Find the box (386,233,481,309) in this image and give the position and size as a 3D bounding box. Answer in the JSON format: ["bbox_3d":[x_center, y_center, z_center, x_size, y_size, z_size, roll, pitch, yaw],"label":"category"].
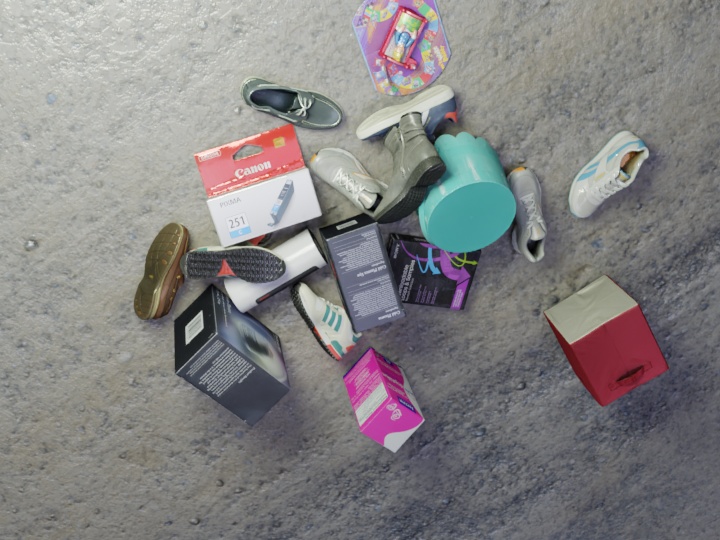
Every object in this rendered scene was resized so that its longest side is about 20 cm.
[{"bbox_3d":[0.141,0.004,1.725,0.198,0.036,0.144,7,115,-15],"label":"box"}]

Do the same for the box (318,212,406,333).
[{"bbox_3d":[0.000,0.000,1.571,0.103,0.200,0.184,-19,100,-3],"label":"box"}]

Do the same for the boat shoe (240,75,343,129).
[{"bbox_3d":[-0.121,-0.296,1.496,0.198,0.062,0.073,15,110,-21],"label":"boat shoe"}]

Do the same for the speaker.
[{"bbox_3d":[-0.168,0.001,1.628,0.199,0.081,0.082,-30,119,3],"label":"speaker"}]

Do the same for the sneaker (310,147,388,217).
[{"bbox_3d":[-0.006,-0.161,1.574,0.199,0.092,0.076,30,108,-23],"label":"sneaker"}]

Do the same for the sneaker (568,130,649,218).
[{"bbox_3d":[0.502,-0.188,1.683,0.076,0.081,0.201,26,110,-25],"label":"sneaker"}]

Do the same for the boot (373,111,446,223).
[{"bbox_3d":[0.074,-0.186,1.509,0.067,0.132,0.200,-2,148,-38],"label":"boot"}]

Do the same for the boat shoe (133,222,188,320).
[{"bbox_3d":[-0.374,0.002,1.596,0.067,0.072,0.202,6,111,-52],"label":"boat shoe"}]

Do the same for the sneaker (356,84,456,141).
[{"bbox_3d":[0.092,-0.271,1.550,0.198,0.075,0.085,-23,118,0],"label":"sneaker"}]

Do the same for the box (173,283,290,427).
[{"bbox_3d":[-0.253,0.163,1.625,0.123,0.200,0.198,-42,119,10],"label":"box"}]

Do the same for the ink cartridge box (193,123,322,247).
[{"bbox_3d":[-0.191,-0.158,1.533,0.198,0.045,0.178,-18,104,-4],"label":"ink cartridge box"}]

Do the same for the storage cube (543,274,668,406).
[{"bbox_3d":[0.530,0.149,1.801,0.170,0.200,0.181,-31,113,5],"label":"storage cube"}]

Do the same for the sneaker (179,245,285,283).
[{"bbox_3d":[-0.238,-0.021,1.577,0.197,0.093,0.071,0,106,1],"label":"sneaker"}]

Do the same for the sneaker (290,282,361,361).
[{"bbox_3d":[-0.066,0.088,1.705,0.093,0.070,0.201,-37,118,-13],"label":"sneaker"}]

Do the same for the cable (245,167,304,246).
[{"bbox_3d":[-0.165,-0.112,1.586,0.199,0.050,0.097,-35,118,8],"label":"cable"}]

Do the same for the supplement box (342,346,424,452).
[{"bbox_3d":[0.045,0.270,1.745,0.101,0.200,0.103,35,105,-26],"label":"supplement box"}]

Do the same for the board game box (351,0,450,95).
[{"bbox_3d":[0.081,-0.412,1.493,0.157,0.039,0.201,-23,120,0],"label":"board game box"}]

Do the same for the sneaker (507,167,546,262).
[{"bbox_3d":[0.346,-0.110,1.672,0.075,0.092,0.202,-17,119,-4],"label":"sneaker"}]

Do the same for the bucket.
[{"bbox_3d":[0.192,-0.142,1.576,0.205,0.136,0.209,-9,136,-8],"label":"bucket"}]
